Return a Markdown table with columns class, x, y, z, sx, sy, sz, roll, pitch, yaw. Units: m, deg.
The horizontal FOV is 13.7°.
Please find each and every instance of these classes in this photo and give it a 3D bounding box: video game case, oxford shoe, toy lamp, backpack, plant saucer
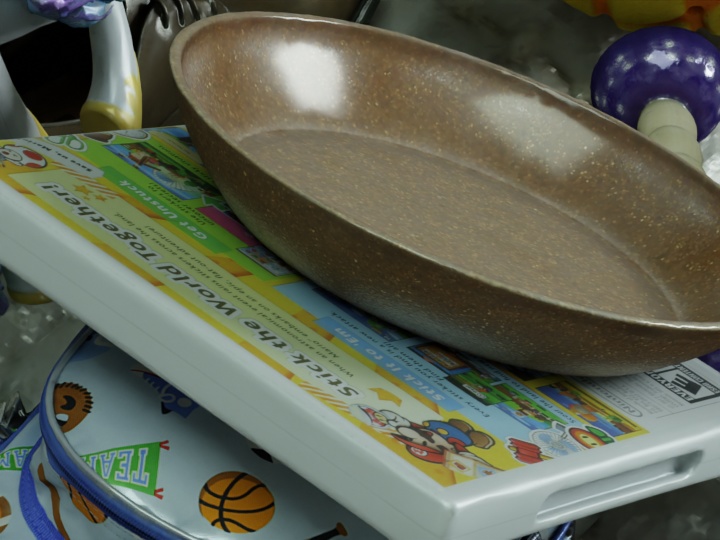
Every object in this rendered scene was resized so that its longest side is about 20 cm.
| class | x | y | z | sx | sy | sz | roll | pitch | yaw |
| --- | --- | --- | --- | --- | --- | --- | --- | --- | --- |
| video game case | -0.001 | 0.012 | 0.878 | 0.200 | 0.023 | 0.182 | 34 | 23 | 28 |
| oxford shoe | -0.066 | -0.084 | 1.083 | 0.200 | 0.084 | 0.073 | -38 | 61 | -26 |
| toy lamp | 0.111 | -0.011 | 1.010 | 0.058 | 0.058 | 0.200 | 1 | 35 | 1 |
| backpack | -0.040 | 0.100 | 0.891 | 0.200 | 0.154 | 0.191 | 21 | 42 | 15 |
| plant saucer | 0.032 | -0.019 | 0.904 | 0.200 | 0.037 | 0.200 | 20 | 21 | -8 |

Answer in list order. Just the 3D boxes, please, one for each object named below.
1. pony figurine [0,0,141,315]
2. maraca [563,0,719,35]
| class | x | y | z | sx | sy | sz | roll | pitch | yaw |
| --- | --- | --- | --- | --- | --- | --- | --- | --- | --- |
| pony figurine | -0.142 | -0.081 | 0.923 | 0.166 | 0.200 | 0.193 | 4 | 28 | 30 |
| maraca | 0.102 | -0.136 | 1.096 | 0.200 | 0.107 | 0.137 | -10 | 11 | -20 |
